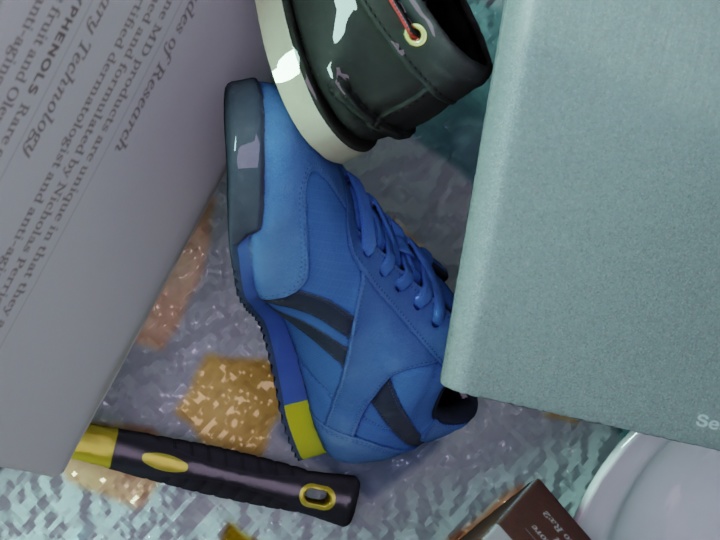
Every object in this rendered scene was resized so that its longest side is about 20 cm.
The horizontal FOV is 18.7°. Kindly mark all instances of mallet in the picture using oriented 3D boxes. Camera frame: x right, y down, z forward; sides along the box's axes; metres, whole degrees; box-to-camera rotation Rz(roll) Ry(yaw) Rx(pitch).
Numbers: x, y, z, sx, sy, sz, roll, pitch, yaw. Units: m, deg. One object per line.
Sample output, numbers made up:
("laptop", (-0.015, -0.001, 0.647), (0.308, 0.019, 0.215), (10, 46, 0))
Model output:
("mallet", (-0.102, 0.074, 0.814), (0.199, 0.041, 0.066), (20, 91, -4))

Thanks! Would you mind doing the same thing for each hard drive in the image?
("hard drive", (0.106, -0.035, 0.656), (0.139, 0.033, 0.201), (12, 126, 6))

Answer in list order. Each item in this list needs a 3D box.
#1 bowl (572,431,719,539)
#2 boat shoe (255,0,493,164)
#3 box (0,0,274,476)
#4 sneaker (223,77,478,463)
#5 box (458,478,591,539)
("bowl", (0.170, 0.114, 0.775), (0.200, 0.090, 0.202), (2, 102, 9))
("boat shoe", (-0.011, -0.136, 0.692), (0.063, 0.074, 0.202), (-25, 72, 23))
("box", (-0.162, -0.069, 0.710), (0.198, 0.171, 0.201), (29, 93, 24))
("sneaker", (0.000, 0.000, 0.742), (0.078, 0.200, 0.066), (-5, 56, 7))
("box", (0.017, 0.172, 0.750), (0.100, 0.075, 0.200), (49, 125, 3))
